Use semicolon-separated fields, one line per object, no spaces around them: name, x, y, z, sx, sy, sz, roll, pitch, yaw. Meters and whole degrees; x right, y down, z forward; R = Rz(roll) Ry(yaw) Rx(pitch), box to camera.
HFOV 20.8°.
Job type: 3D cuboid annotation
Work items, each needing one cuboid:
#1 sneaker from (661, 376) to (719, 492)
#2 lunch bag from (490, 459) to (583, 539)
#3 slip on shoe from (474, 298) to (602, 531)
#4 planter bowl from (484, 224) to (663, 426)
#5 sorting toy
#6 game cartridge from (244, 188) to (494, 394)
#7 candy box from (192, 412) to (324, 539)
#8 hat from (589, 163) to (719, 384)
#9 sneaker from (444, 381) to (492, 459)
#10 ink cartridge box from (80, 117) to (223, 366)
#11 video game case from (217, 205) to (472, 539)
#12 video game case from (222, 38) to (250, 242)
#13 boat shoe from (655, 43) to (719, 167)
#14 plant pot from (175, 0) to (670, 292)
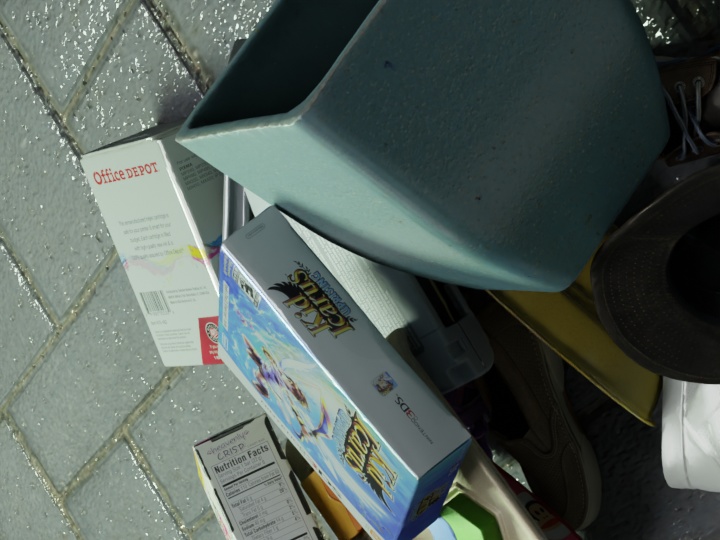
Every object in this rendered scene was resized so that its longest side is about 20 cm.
sneaker;0.246;0.045;1.202;0.115;0.074;0.200;6;111;32
lunch bag;0.069;0.224;1.405;0.176;0.082;0.200;42;137;27
slip on shoe;0.120;0.110;1.409;0.076;0.061;0.200;21;135;46
planter bowl;0.139;0.004;1.256;0.200;0.083;0.200;41;-176;-4
sorting toy;0.032;0.161;1.318;0.200;0.036;0.185;57;142;11
game cartridge;0.000;0.000;1.323;0.133;0.040;0.200;-31;89;52
candy box;-0.053;0.213;1.404;0.136;0.061;0.200;99;147;-74
hat;0.230;-0.022;1.117;0.201;0.200;0.081;106;169;-47
sneaker;0.061;0.085;1.472;0.088;0.080;0.200;25;137;35
ink cartridge box;-0.137;-0.027;1.650;0.146;0.083;0.200;-6;108;56
video game case;-0.016;0.074;1.200;0.181;0.045;0.200;48;163;14
video game case;-0.089;-0.073;1.460;0.200;0.022;0.183;-102;14;-78
boat shoe;0.199;-0.093;1.149;0.200;0.072;0.072;-8;108;56
plant pot;0.053;-0.091;1.104;0.200;0.196;0.196;41;165;-19
